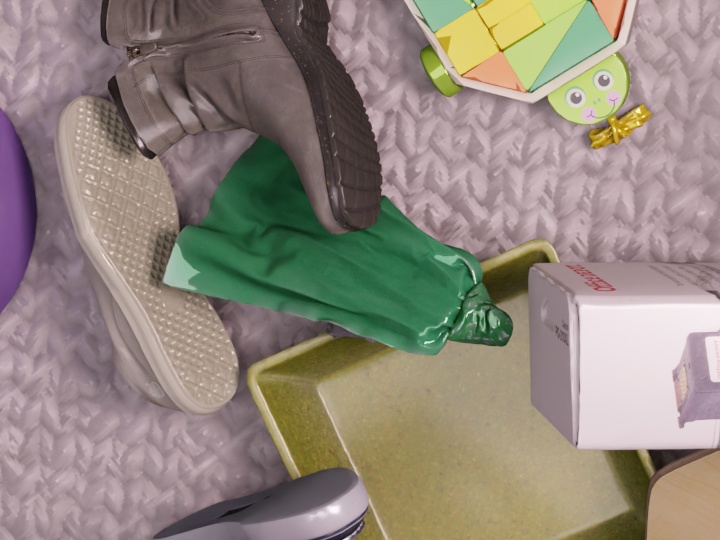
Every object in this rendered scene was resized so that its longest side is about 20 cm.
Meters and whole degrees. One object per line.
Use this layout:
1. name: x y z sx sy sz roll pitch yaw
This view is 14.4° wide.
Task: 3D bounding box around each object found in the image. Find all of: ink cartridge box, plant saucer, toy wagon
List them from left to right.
1. plant saucer: 0.064 0.105 1.651 0.199 0.048 0.201 -24 94 14
2. toy wagon: 0.098 -0.159 1.600 0.155 0.040 0.200 -31 93 15
3. ink cartridge box: 0.198 0.044 1.534 0.199 0.145 0.085 0 97 -6

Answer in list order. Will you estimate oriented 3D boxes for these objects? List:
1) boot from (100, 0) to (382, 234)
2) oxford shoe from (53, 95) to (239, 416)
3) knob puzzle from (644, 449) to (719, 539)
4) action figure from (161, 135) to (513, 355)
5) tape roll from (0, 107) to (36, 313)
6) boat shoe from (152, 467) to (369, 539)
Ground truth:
1. boot: -0.070 -0.091 1.616 0.130 0.068 0.201 -24 68 17
2. oxford shoe: -0.135 -0.005 1.665 0.058 0.075 0.201 -19 95 50
3. knob puzzle: 0.248 0.160 1.609 0.219 0.030 0.220 0 116 0
4. action figure: 0.000 0.000 1.606 0.200 0.055 0.118 24 74 28
5. tape roll: -0.298 -0.033 1.681 0.199 0.085 0.201 2 101 12
6. boat shoe: -0.042 0.173 1.633 0.200 0.071 0.091 -20 98 58
